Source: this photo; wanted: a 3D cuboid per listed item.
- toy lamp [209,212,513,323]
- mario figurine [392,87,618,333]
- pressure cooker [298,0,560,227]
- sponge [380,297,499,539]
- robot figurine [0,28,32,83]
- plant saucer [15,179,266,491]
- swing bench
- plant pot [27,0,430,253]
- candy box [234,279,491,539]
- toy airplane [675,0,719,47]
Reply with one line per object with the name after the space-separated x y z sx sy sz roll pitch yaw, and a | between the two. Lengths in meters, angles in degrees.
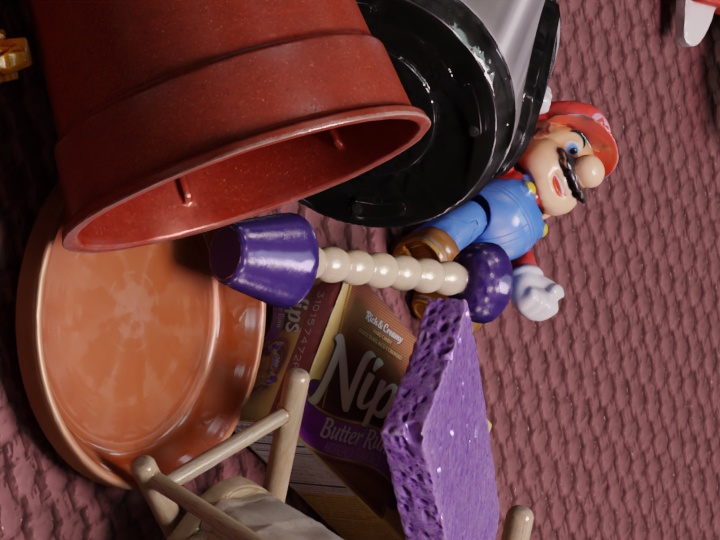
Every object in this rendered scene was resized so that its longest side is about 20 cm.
0.000 0.000 1.438 0.200 0.058 0.058 9 84 -38 | toy lamp
0.114 -0.046 1.631 0.200 0.106 0.124 -47 163 -33 | mario figurine
0.026 -0.144 1.434 0.200 0.176 0.179 -66 139 -54 | pressure cooker
0.052 0.123 1.467 0.200 0.030 0.112 78 23 -44 | sponge
-0.248 -0.119 1.161 0.200 0.058 0.145 -27 112 -52 | robot figurine
-0.125 0.023 1.366 0.200 0.032 0.201 -6 97 -55 | plant saucer
-0.012 0.197 1.357 0.130 0.199 0.200 -29 130 -34 | swing bench
-0.089 -0.134 1.262 0.201 0.201 0.195 -9 77 -54 | plant pot
0.002 0.095 1.528 0.200 0.056 0.117 50 52 -45 | candy box
0.333 -0.221 1.904 0.199 0.141 0.200 -57 135 -35 | toy airplane
